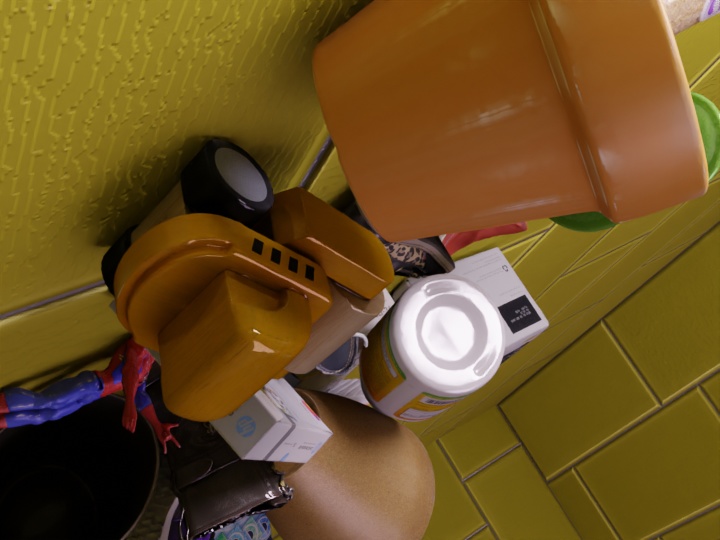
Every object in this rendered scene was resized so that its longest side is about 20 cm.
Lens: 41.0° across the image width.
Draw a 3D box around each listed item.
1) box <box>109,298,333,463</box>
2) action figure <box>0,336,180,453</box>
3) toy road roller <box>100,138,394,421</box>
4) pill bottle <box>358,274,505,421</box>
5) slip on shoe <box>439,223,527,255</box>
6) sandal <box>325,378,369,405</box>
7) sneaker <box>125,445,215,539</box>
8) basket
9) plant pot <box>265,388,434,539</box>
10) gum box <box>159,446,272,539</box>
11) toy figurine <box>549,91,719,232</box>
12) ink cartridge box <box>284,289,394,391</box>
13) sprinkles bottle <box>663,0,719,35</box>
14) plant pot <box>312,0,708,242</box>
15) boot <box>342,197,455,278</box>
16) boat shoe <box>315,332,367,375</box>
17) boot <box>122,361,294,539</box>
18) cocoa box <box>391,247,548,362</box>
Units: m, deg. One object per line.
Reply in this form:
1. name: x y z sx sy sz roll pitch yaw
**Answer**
1. box: -0.104 0.084 0.779 0.041 0.156 0.200 -44 165 0
2. action figure: -0.218 0.121 0.784 0.198 0.100 0.065 -27 165 -33
3. toy road roller: -0.068 0.029 0.629 0.122 0.148 0.198 -40 135 25
4. pill bottle: 0.059 0.086 0.952 0.110 0.112 0.200 -27 170 -20
5. slip on shoe: 0.156 -0.065 1.052 0.198 0.062 0.074 -33 167 3
6. sandal: -0.068 0.175 1.153 0.202 0.061 0.079 -6 -168 2
7. sneaker: -0.170 0.238 0.937 0.202 0.069 0.100 -61 141 -25
8. basket: -0.281 0.216 0.873 0.180 0.136 0.200 -43 177 -35
9. plant pot: -0.042 0.205 0.999 0.185 0.188 0.200 -34 142 5
10. gum box: -0.176 0.224 1.003 0.044 0.204 0.168 4 -166 42
11. toy figurine: 0.156 -0.108 0.758 0.182 0.154 0.198 1 -174 -45
12. ink cartridge box: -0.034 0.072 1.057 0.115 0.068 0.200 -19 159 -42
13. sprinkles bottle: 0.260 -0.228 0.760 0.198 0.069 0.068 -30 165 -17
14. plant pot: 0.077 -0.107 0.558 0.180 0.204 0.200 -20 168 15
15. boot: 0.000 0.000 0.901 0.150 0.074 0.199 -38 160 12
16. boat shoe: -0.035 0.029 0.793 0.074 0.062 0.202 -18 136 -8
17. boot: -0.112 0.142 0.900 0.198 0.175 0.070 -28 161 -21
18. cocoa box: 0.123 0.077 1.271 0.198 0.135 0.131 -19 160 -44
